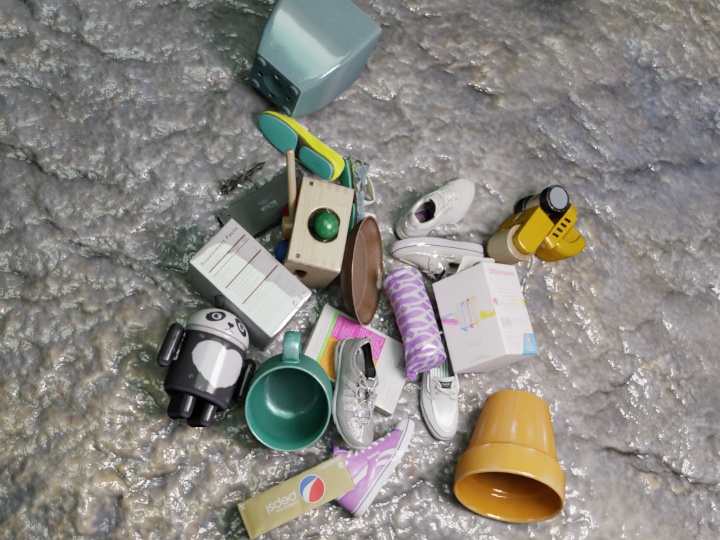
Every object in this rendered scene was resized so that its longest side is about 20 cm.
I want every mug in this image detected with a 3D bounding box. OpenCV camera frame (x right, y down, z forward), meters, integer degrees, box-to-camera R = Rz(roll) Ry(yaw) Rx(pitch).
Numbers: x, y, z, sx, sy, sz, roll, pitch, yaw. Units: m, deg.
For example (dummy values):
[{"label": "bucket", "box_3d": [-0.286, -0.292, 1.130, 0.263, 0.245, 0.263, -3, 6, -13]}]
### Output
[{"label": "mug", "box_3d": [-0.114, 0.209, 1.604, 0.151, 0.115, 0.186, 35, 100, -7]}]

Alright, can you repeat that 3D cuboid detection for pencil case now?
[{"label": "pencil case", "box_3d": [0.096, 0.093, 1.720, 0.083, 0.085, 0.203, 25, 41, -49]}]

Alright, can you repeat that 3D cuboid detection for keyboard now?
[{"label": "keyboard", "box_3d": [-0.192, -0.144, 1.772, 0.198, 0.021, 0.128, -35, 91, -24]}]

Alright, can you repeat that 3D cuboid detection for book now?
[{"label": "book", "box_3d": [-0.006, 0.166, 1.712, 0.197, 0.048, 0.136, 28, 66, -8]}]

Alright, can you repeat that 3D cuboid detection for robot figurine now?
[{"label": "robot figurine", "box_3d": [-0.266, 0.166, 1.592, 0.122, 0.151, 0.204, 9, 67, 19]}]

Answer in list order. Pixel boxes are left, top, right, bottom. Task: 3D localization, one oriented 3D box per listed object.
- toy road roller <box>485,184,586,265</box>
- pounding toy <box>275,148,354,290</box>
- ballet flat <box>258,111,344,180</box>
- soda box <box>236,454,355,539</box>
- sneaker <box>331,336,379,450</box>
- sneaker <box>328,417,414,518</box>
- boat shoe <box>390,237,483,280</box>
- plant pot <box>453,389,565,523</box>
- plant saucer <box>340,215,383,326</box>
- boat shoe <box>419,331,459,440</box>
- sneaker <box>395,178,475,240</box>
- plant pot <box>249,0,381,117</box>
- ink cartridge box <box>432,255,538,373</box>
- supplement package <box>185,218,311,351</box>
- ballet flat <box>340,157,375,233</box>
[{"label": "toy road roller", "box_3d": [0.365, -0.063, 1.854, 0.146, 0.122, 0.200, 48, 66, -9]}, {"label": "pounding toy", "box_3d": [-0.098, -0.088, 1.674, 0.139, 0.200, 0.188, 13, 75, -11]}, {"label": "ballet flat", "box_3d": [-0.111, -0.249, 1.806, 0.199, 0.067, 0.067, 39, 42, 13]}, {"label": "soda box", "box_3d": [-0.109, 0.385, 1.570, 0.197, 0.068, 0.065, -26, 80, -4]}, {"label": "sneaker", "box_3d": [-0.005, 0.213, 1.623, 0.074, 0.081, 0.205, 4, 71, -36]}, {"label": "sneaker", "box_3d": [0.011, 0.327, 1.651, 0.114, 0.073, 0.201, 37, 67, 2]}, {"label": "boat shoe", "box_3d": [0.153, -0.018, 1.806, 0.196, 0.071, 0.071, 6, 68, -21]}, {"label": "plant pot", "box_3d": [0.277, 0.328, 1.672, 0.196, 0.201, 0.186, 20, 53, -8]}, {"label": "plant saucer", "box_3d": [0.000, 0.000, 1.705, 0.036, 0.201, 0.205, 2, 69, 17]}, {"label": "boat shoe", "box_3d": [0.148, 0.214, 1.727, 0.072, 0.067, 0.205, -5, 74, -17]}, {"label": "sneaker", "box_3d": [0.162, -0.126, 1.825, 0.199, 0.100, 0.075, -36, 82, -24]}, {"label": "plant pot", "box_3d": [-0.109, -0.420, 1.789, 0.195, 0.196, 0.201, 39, 67, 0]}, {"label": "ink cartridge box", "box_3d": [0.233, 0.079, 1.741, 0.127, 0.124, 0.204, 7, 65, -51]}, {"label": "supplement package", "box_3d": [-0.204, 0.028, 1.660, 0.199, 0.117, 0.118, 42, 69, 1]}, {"label": "ballet flat", "box_3d": [-0.001, -0.125, 1.796, 0.072, 0.074, 0.205, 4, 73, -14]}]
